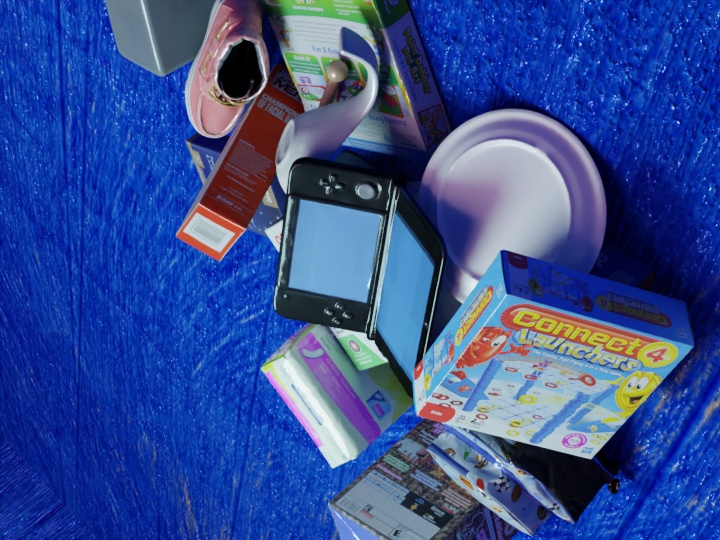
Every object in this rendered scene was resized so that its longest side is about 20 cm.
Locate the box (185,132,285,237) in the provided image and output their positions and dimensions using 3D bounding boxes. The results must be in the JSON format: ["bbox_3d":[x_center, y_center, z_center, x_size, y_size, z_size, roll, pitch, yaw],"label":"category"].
[{"bbox_3d":[-0.135,-0.101,2.018,0.200,0.032,0.121,19,138,45],"label":"box"}]

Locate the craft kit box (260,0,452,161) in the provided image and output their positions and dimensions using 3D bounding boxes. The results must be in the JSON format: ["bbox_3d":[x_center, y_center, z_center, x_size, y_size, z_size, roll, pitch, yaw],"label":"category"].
[{"bbox_3d":[-0.008,-0.218,1.668,0.200,0.048,0.198,16,139,49],"label":"craft kit box"}]

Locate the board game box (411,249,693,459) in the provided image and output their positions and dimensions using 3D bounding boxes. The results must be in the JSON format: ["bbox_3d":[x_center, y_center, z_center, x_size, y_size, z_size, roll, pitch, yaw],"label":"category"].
[{"bbox_3d":[0.180,0.085,1.525,0.199,0.056,0.196,15,136,-17],"label":"board game box"}]

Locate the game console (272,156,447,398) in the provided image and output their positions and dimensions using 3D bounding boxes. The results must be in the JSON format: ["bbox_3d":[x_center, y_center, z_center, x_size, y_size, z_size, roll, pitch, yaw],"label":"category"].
[{"bbox_3d":[-0.005,0.009,1.605,0.170,0.118,0.200,11,125,2],"label":"game console"}]

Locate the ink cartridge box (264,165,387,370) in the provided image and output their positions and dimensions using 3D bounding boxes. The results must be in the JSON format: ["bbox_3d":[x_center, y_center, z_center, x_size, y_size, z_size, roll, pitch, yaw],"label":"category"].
[{"bbox_3d":[0.000,0.000,1.788,0.200,0.084,0.146,56,152,-5],"label":"ink cartridge box"}]

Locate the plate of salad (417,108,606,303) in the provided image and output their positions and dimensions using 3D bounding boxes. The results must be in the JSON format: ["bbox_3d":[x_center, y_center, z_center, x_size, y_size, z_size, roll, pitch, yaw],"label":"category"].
[{"bbox_3d":[0.146,-0.055,1.541,0.200,0.048,0.201,1,92,31],"label":"plate of salad"}]

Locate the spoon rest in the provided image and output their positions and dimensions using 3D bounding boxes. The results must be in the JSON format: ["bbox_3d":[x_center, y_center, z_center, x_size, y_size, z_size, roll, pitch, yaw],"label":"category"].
[{"bbox_3d":[-0.032,-0.153,1.623,0.060,0.100,0.200,17,133,-16],"label":"spoon rest"}]

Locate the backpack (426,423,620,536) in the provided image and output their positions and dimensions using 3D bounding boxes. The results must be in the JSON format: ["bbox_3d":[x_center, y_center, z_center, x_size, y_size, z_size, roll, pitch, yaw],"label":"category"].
[{"bbox_3d":[0.163,0.185,1.756,0.191,0.154,0.200,46,176,45],"label":"backpack"}]

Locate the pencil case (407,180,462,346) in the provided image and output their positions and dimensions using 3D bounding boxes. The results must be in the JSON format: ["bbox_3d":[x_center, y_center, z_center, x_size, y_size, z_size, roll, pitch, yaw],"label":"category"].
[{"bbox_3d":[0.070,0.003,1.689,0.091,0.083,0.201,12,-114,-74],"label":"pencil case"}]

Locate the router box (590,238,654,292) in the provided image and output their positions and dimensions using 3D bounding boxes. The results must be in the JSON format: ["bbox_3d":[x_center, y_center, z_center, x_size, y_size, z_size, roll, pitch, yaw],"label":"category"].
[{"bbox_3d":[0.197,0.020,1.627,0.200,0.049,0.180,36,149,29],"label":"router box"}]

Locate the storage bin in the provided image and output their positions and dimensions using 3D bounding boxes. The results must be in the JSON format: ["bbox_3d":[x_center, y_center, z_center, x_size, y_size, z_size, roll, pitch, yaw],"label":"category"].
[{"bbox_3d":[-0.217,-0.323,1.765,0.145,0.134,0.200,31,145,35],"label":"storage bin"}]

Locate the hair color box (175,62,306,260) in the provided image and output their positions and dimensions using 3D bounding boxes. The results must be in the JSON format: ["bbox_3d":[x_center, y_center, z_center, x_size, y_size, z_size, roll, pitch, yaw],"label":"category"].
[{"bbox_3d":[-0.125,-0.121,1.786,0.064,0.200,0.111,29,155,-9],"label":"hair color box"}]

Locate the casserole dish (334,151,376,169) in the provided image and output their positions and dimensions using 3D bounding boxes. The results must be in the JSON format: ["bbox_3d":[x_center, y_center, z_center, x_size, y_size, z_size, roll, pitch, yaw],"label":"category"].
[{"bbox_3d":[0.024,-0.053,1.822,0.200,0.039,0.121,38,149,28],"label":"casserole dish"}]

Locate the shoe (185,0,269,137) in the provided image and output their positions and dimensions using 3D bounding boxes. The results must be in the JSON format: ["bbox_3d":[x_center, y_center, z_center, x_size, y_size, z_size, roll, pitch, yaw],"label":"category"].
[{"bbox_3d":[-0.146,-0.204,1.741,0.091,0.071,0.200,-99,21,-44],"label":"shoe"}]

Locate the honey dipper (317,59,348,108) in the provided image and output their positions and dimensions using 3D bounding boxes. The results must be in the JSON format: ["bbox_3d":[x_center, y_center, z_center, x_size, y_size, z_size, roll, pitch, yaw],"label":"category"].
[{"bbox_3d":[-0.044,-0.161,1.715,0.038,0.038,0.200,45,148,14],"label":"honey dipper"}]

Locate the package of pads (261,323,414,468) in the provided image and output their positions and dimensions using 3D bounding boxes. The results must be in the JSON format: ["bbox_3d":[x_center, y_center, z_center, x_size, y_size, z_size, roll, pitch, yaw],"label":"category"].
[{"bbox_3d":[-0.005,0.112,1.885,0.155,0.200,0.068,54,140,-3],"label":"package of pads"}]

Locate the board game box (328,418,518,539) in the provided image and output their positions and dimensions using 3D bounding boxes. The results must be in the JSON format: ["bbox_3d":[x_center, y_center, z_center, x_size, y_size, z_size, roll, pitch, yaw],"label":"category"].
[{"bbox_3d":[0.092,0.286,1.943,0.159,0.200,0.097,26,144,42],"label":"board game box"}]
